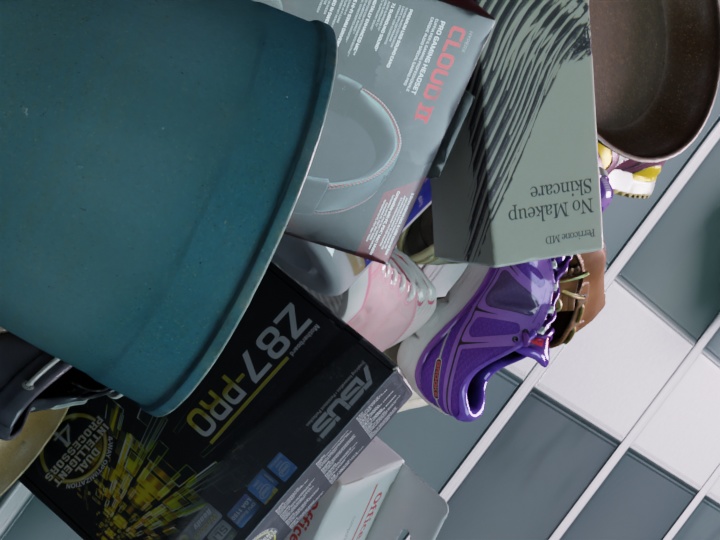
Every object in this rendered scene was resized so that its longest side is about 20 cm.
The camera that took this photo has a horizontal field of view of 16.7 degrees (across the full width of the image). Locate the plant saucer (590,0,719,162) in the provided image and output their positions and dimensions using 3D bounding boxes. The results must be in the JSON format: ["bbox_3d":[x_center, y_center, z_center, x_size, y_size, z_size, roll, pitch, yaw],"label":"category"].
[{"bbox_3d":[0.163,-0.168,1.591,0.199,0.036,0.202,9,78,-46],"label":"plant saucer"}]

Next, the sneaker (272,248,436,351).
[{"bbox_3d":[0.000,0.000,1.591,0.104,0.075,0.201,-33,156,-25],"label":"sneaker"}]

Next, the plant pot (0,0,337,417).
[{"bbox_3d":[-0.138,-0.061,1.133,0.201,0.187,0.201,-59,-164,27],"label":"plant pot"}]

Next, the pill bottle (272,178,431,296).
[{"bbox_3d":[0.014,-0.094,1.448,0.200,0.119,0.120,-45,153,-14],"label":"pill bottle"}]

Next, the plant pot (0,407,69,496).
[{"bbox_3d":[-0.233,0.074,1.367,0.200,0.027,0.201,-39,152,-26],"label":"plant pot"}]

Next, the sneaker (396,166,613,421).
[{"bbox_3d":[0.112,0.017,1.657,0.201,0.083,0.080,-55,155,16],"label":"sneaker"}]

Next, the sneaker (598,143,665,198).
[{"bbox_3d":[0.169,-0.104,1.750,0.200,0.075,0.091,-5,120,-64],"label":"sneaker"}]

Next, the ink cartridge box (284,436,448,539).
[{"bbox_3d":[-0.052,0.136,1.538,0.068,0.200,0.117,-14,136,-51],"label":"ink cartridge box"}]

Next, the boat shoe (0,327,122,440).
[{"bbox_3d":[-0.152,0.058,1.375,0.199,0.063,0.073,-12,133,-53],"label":"boat shoe"}]

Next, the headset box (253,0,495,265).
[{"bbox_3d":[-0.034,-0.101,1.294,0.199,0.075,0.150,17,106,-27],"label":"headset box"}]

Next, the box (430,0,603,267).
[{"bbox_3d":[0.082,-0.107,1.375,0.082,0.068,0.202,-11,100,-29],"label":"box"}]

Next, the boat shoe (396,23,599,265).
[{"bbox_3d":[0.090,-0.087,1.635,0.063,0.073,0.201,-13,141,-58],"label":"boat shoe"}]

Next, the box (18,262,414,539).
[{"bbox_3d":[-0.092,0.094,1.467,0.200,0.161,0.049,-47,153,-7],"label":"box"}]

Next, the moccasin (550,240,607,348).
[{"bbox_3d":[0.138,0.002,1.829,0.078,0.073,0.202,-54,164,-14],"label":"moccasin"}]

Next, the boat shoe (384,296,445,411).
[{"bbox_3d":[0.004,0.075,1.711,0.200,0.059,0.072,-37,120,-30],"label":"boat shoe"}]
